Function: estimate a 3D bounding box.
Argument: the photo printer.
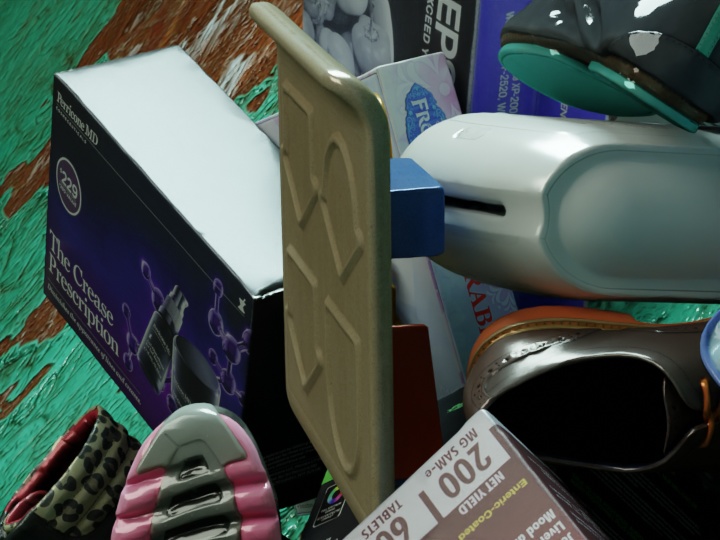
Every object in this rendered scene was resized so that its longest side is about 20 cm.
[{"bbox_3d":[0.119,-0.025,0.997,0.166,0.199,0.070,-163,76,-68],"label":"photo printer"}]

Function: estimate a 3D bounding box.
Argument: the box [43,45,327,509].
[{"bbox_3d":[-0.077,0.003,1.195,0.200,0.079,0.142,46,138,40],"label":"box"}]

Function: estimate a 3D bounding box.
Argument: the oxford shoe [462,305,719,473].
[{"bbox_3d":[0.136,0.049,0.885,0.199,0.072,0.073,-5,14,9],"label":"oxford shoe"}]

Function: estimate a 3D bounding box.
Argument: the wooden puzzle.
[{"bbox_3d":[0.000,0.000,0.987,0.046,0.201,0.185,-9,17,-10],"label":"wooden puzzle"}]

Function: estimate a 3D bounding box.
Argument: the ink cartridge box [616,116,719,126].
[{"bbox_3d":[0.185,-0.150,1.249,0.200,0.086,0.147,-12,41,58],"label":"ink cartridge box"}]

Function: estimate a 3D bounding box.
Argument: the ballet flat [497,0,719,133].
[{"bbox_3d":[0.109,-0.094,0.952,0.073,0.073,0.200,-49,13,-2],"label":"ballet flat"}]

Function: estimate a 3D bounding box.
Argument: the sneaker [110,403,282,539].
[{"bbox_3d":[-0.058,0.148,1.098,0.079,0.201,0.095,-4,17,11],"label":"sneaker"}]

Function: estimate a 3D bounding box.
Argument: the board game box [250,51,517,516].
[{"bbox_3d":[0.003,0.014,1.183,0.041,0.200,0.200,-16,1,-30],"label":"board game box"}]

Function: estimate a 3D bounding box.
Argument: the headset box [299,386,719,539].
[{"bbox_3d":[0.050,0.135,0.993,0.174,0.093,0.200,-30,26,42],"label":"headset box"}]

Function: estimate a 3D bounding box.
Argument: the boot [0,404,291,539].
[{"bbox_3d":[-0.129,0.183,1.193,0.204,0.154,0.073,-53,19,-11],"label":"boot"}]

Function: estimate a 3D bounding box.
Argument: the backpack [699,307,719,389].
[{"bbox_3d":[0.223,0.012,0.728,0.200,0.147,0.183,-41,48,-6],"label":"backpack"}]

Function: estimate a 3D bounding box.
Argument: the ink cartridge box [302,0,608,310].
[{"bbox_3d":[0.039,-0.064,1.171,0.043,0.199,0.200,-17,35,-31],"label":"ink cartridge box"}]

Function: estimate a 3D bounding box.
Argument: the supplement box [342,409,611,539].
[{"bbox_3d":[0.061,0.151,0.796,0.109,0.061,0.200,-43,45,4],"label":"supplement box"}]

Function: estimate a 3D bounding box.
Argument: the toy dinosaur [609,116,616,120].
[{"bbox_3d":[0.096,-0.075,1.204,0.086,0.136,0.200,-19,-38,-33],"label":"toy dinosaur"}]
